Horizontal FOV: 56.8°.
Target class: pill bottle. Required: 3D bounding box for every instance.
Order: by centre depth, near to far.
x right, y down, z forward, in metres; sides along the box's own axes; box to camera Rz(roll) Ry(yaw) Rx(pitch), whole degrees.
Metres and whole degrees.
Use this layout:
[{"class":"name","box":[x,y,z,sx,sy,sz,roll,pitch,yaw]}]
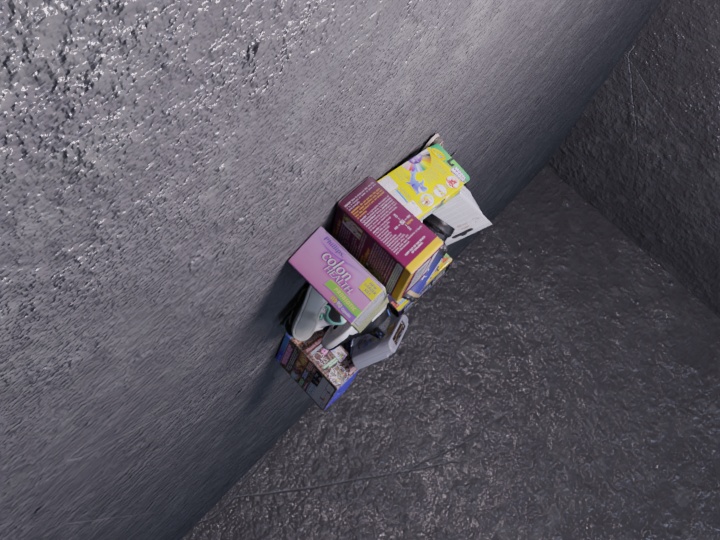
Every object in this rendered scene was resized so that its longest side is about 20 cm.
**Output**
[{"class":"pill bottle","box":[0.135,-0.037,1.577,0.201,0.111,0.112,-58,168,8]}]

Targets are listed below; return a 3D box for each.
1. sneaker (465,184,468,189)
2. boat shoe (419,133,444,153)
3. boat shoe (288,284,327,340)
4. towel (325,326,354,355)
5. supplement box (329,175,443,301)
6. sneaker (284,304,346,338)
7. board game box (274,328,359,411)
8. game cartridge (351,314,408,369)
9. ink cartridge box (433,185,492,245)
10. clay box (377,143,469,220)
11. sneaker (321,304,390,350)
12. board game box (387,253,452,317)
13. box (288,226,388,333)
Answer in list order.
[{"class":"sneaker","box":[0.204,-0.201,1.673,0.199,0.111,0.077,-33,163,-53]},{"class":"boat shoe","box":[0.152,-0.222,1.514,0.072,0.059,0.201,-37,161,-38]},{"class":"boat shoe","box":[-0.106,0.065,1.544,0.202,0.073,0.060,-65,-152,8]},{"class":"towel","box":[-0.069,0.201,1.871,0.199,0.024,0.147,-16,-116,55]},{"class":"supplement box","box":[0.046,-0.061,1.309,0.103,0.200,0.131,-42,169,-25]},{"class":"sneaker","box":[-0.087,0.102,1.647,0.197,0.079,0.140,-17,-179,7]},{"class":"board game box","box":[-0.117,0.248,1.783,0.097,0.200,0.160,-37,167,-34]},{"class":"game cartridge","box":[0.048,0.186,1.744,0.132,0.042,0.200,-22,-168,22]},{"class":"ink cartridge box","box":[0.218,-0.138,1.669,0.161,0.058,0.199,-25,153,25]},{"class":"clay box","box":[0.124,-0.175,1.394,0.199,0.115,0.048,-35,167,-26]},{"class":"sneaker","box":[0.003,0.152,1.666,0.200,0.112,0.073,-44,-149,-12]},{"class":"board game box","box":[0.155,0.035,1.801,0.200,0.057,0.165,-43,169,-6]},{"class":"box","box":[-0.039,0.025,1.352,0.097,0.176,0.200,-45,170,-5]}]
